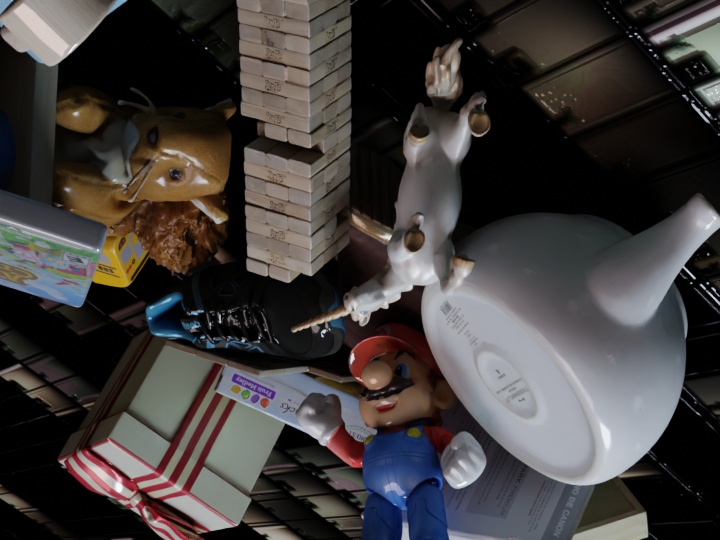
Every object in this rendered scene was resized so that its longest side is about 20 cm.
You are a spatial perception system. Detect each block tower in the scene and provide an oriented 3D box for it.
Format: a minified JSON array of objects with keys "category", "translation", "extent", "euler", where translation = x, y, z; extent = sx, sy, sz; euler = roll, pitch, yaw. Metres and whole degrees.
[{"category":"block tower","translation":[-0.041,-0.093,0.770],"extent":[0.053,0.058,0.202],"euler":[16,124,24]}]

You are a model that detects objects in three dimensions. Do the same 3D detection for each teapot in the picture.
[{"category":"teapot","translation":[0.146,0.035,0.806],"extent":[0.199,0.146,0.199],"euler":[24,144,48]}]

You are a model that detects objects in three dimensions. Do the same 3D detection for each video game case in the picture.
[{"category":"video game case","translation":[-0.273,-0.029,0.797],"extent":[0.198,0.022,0.182],"euler":[18,163,-13]}]

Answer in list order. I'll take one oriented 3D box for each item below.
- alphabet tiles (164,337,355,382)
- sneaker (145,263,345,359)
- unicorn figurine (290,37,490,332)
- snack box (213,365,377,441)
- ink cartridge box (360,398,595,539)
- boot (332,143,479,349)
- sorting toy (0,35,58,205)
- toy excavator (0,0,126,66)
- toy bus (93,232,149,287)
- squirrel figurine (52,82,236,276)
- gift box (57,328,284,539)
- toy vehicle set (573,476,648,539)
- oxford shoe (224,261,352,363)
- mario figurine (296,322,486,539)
[{"category":"alphabet tiles","translation":[-0.066,0.070,1.021],"extent":[0.166,0.008,0.199],"euler":[15,-173,31]},{"category":"sneaker","translation":[-0.089,0.039,0.919],"extent":[0.199,0.081,0.074],"euler":[0,106,51]},{"category":"unicorn figurine","translation":[0.035,-0.034,0.750],"extent":[0.073,0.202,0.137],"euler":[25,177,-6]},{"category":"snack box","translation":[-0.022,0.123,1.102],"extent":[0.198,0.053,0.142],"euler":[24,-178,7]},{"category":"ink cartridge box","translation":[0.127,0.149,0.926],"extent":[0.174,0.201,0.084],"euler":[2,134,37]},{"category":"boot","translation":[0.000,0.000,0.907],"extent":[0.199,0.073,0.166],"euler":[28,135,-17]},{"category":"sorting toy","translation":[-0.302,-0.130,0.849],"extent":[0.197,0.203,0.069],"euler":[-1,176,40]},{"category":"toy excavator","translation":[-0.177,-0.167,0.694],"extent":[0.193,0.201,0.100],"euler":[-20,127,42]},{"category":"toy bus","translation":[-0.286,-0.044,1.108],"extent":[0.198,0.065,0.079],"euler":[15,148,20]},{"category":"squirrel figurine","translation":[-0.170,-0.079,0.922],"extent":[0.185,0.143,0.200],"euler":[-5,162,22]},{"category":"gift box","translation":[-0.195,0.181,1.261],"extent":[0.184,0.188,0.200],"euler":[35,148,-13]},{"category":"toy vehicle set","translation":[0.124,0.205,1.008],"extent":[0.198,0.124,0.027],"euler":[-15,118,-9]},{"category":"oxford shoe","translation":[-0.032,0.036,1.042],"extent":[0.198,0.073,0.084],"euler":[17,175,11]},{"category":"mario figurine","translation":[0.018,0.122,0.855],"extent":[0.122,0.202,0.106],"euler":[6,143,-9]}]
